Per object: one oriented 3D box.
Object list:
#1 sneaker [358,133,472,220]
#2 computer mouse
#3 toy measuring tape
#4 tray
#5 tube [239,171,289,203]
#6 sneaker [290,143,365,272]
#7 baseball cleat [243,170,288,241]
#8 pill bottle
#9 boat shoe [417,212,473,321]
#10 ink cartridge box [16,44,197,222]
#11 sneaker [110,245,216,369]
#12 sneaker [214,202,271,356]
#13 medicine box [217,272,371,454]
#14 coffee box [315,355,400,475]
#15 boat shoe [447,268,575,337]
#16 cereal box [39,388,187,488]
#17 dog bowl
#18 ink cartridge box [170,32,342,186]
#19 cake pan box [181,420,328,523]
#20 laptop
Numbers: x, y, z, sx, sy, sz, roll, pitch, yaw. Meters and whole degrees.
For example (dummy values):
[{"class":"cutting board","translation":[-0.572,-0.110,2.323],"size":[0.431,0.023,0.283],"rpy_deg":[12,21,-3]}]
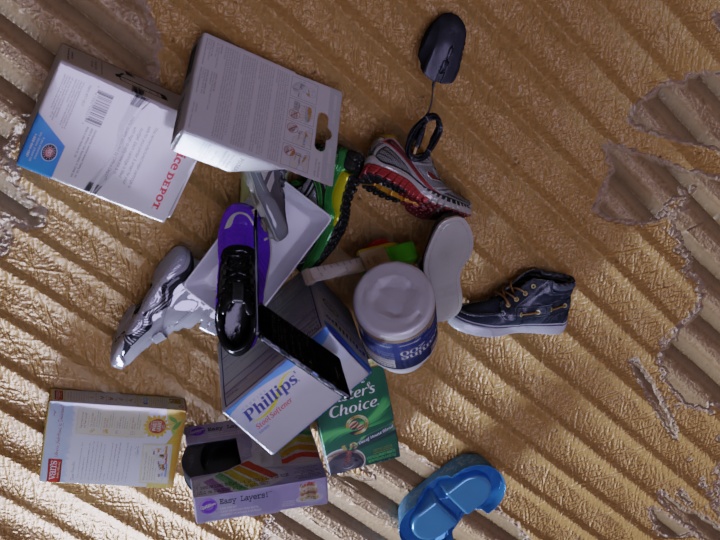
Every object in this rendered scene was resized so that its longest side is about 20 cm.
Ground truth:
[{"class":"sneaker","translation":[0.087,-0.125,1.424],"size":[0.200,0.078,0.083],"rpy_deg":[27,70,-41]},{"class":"computer mouse","translation":[0.099,-0.240,1.359],"size":[0.058,0.034,0.201],"rpy_deg":[10,93,-24]},{"class":"toy measuring tape","translation":[0.000,0.000,1.460],"size":[0.199,0.074,0.074],"rpy_deg":[-14,121,-28]},{"class":"tray","translation":[-0.138,-0.026,1.386],"size":[0.107,0.022,0.200],"rpy_deg":[37,98,-7]},{"class":"tube","translation":[-0.136,-0.094,1.405],"size":[0.058,0.052,0.201],"rpy_deg":[-11,118,-46]},{"class":"sneaker","translation":[-0.058,-0.087,1.424],"size":[0.085,0.078,0.201],"rpy_deg":[24,119,11]},{"class":"baseball cleat","translation":[-0.109,-0.141,1.325],"size":[0.106,0.070,0.201],"rpy_deg":[-20,81,-8]},{"class":"pill bottle","translation":[0.052,0.075,1.443],"size":[0.110,0.111,0.200],"rpy_deg":[-20,156,-3]},{"class":"boat shoe","translation":[0.117,-0.014,1.472],"size":[0.073,0.061,0.201],"rpy_deg":[-14,137,-9]},{"class":"ink cartridge box","translation":[-0.308,-0.170,1.299],"size":[0.199,0.084,0.146],"rpy_deg":[22,109,-24]},{"class":"sneaker","translation":[-0.260,0.072,1.441],"size":[0.115,0.075,0.200],"rpy_deg":[31,103,-23]},{"class":"sneaker","translation":[-0.153,0.015,1.330],"size":[0.069,0.100,0.201],"rpy_deg":[1,98,-1]},{"class":"medicine box","translation":[-0.097,0.121,1.434],"size":[0.182,0.200,0.103],"rpy_deg":[-40,115,9]},{"class":"coffee box","translation":[-0.013,0.216,1.596],"size":[0.122,0.044,0.201],"rpy_deg":[-13,119,-7]},{"class":"boat shoe","translation":[0.228,0.044,1.559],"size":[0.199,0.071,0.091],"rpy_deg":[0,116,-22]},{"class":"cereal box","translation":[-0.366,0.250,1.527],"size":[0.199,0.040,0.145],"rpy_deg":[8,114,-17]},{"class":"dog bowl","translation":[0.146,0.383,1.719],"size":[0.200,0.050,0.112],"rpy_deg":[-40,119,7]},{"class":"ink cartridge box","translation":[-0.127,-0.190,1.294],"size":[0.199,0.163,0.057],"rpy_deg":[22,144,-25]},{"class":"cake pan box","translation":[-0.160,0.284,1.515],"size":[0.199,0.184,0.053],"rpy_deg":[-6,114,-10]},{"class":"laptop","translation":[-0.072,0.035,1.217],"size":[0.200,0.177,0.104],"rpy_deg":[36,95,-10]}]
